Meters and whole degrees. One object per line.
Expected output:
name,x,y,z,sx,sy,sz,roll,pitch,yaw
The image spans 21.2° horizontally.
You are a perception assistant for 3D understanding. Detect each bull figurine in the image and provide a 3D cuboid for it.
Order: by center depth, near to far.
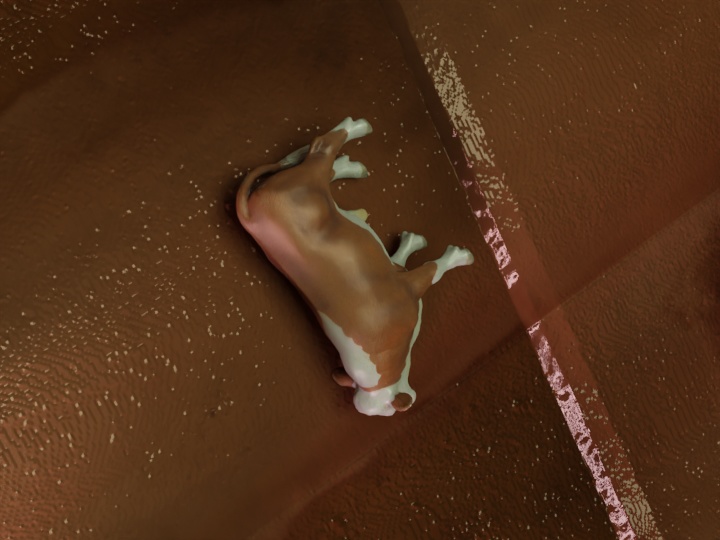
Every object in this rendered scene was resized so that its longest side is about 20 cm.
bull figurine,0.000,0.000,1.272,0.122,0.065,0.200,-49,115,-28
